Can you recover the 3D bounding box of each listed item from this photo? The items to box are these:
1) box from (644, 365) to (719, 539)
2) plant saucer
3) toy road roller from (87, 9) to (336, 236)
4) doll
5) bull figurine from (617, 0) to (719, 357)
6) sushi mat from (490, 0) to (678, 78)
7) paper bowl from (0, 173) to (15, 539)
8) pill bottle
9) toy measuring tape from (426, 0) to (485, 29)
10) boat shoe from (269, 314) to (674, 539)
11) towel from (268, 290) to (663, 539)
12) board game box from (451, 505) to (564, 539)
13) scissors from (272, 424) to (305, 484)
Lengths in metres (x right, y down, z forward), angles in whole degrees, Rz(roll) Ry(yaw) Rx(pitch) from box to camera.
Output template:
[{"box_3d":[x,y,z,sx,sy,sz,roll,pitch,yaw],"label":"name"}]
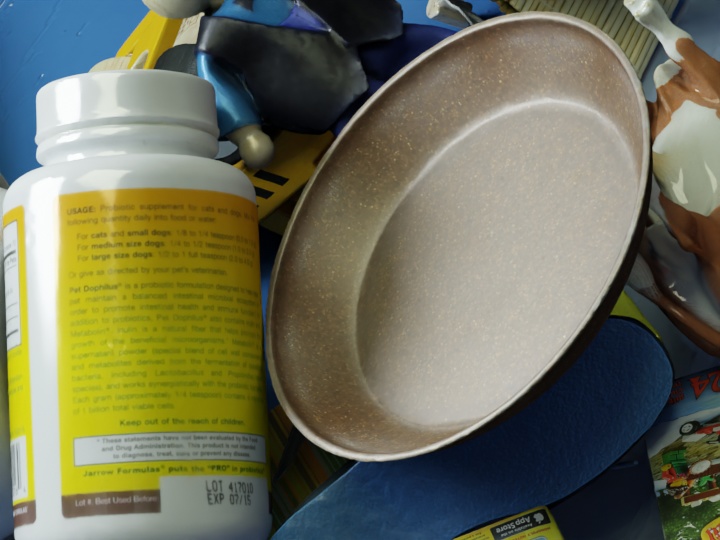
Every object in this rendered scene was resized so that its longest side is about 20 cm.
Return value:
[{"box_3d":[0.215,0.069,0.986,0.199,0.038,0.137,-19,29,10],"label":"box"},{"box_3d":[0.045,-0.009,1.004,0.200,0.037,0.201,-28,46,33],"label":"plant saucer"},{"box_3d":[-0.054,-0.064,1.224,0.200,0.146,0.123,-37,28,49],"label":"toy road roller"},{"box_3d":[-0.008,-0.100,1.111,0.199,0.049,0.137,24,68,7],"label":"doll"},{"box_3d":[0.146,-0.049,1.080,0.065,0.121,0.201,-39,28,30],"label":"bull figurine"},{"box_3d":[0.134,-0.185,1.252,0.012,0.095,0.201,-36,22,58],"label":"sushi mat"},{"box_3d":[-0.185,0.040,1.113,0.104,0.201,0.201,-6,48,18],"label":"paper bowl"},{"box_3d":[-0.095,0.021,1.051,0.109,0.109,0.201,-7,80,20],"label":"pill bottle"},{"box_3d":[0.066,-0.077,1.206,0.073,0.074,0.200,-33,28,-5],"label":"toy measuring tape"},{"box_3d":[0.040,0.078,1.043,0.199,0.069,0.084,-29,83,11],"label":"boat shoe"},{"box_3d":[0.034,0.061,1.122,0.199,0.018,0.086,-31,48,-4],"label":"towel"},{"box_3d":[0.018,0.216,0.945,0.199,0.062,0.200,-20,54,-4],"label":"board game box"},{"box_3d":[0.000,0.000,1.134,0.073,0.014,0.200,35,88,29],"label":"scissors"}]
